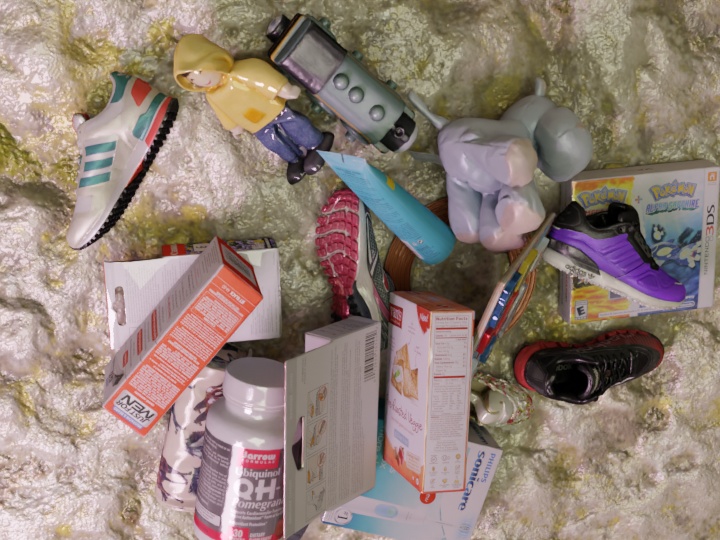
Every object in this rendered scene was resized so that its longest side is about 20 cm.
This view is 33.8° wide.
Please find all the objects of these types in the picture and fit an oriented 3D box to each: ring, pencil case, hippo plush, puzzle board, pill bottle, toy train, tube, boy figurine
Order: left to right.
[{"bbox_3d":[-0.183,0.182,1.395,0.088,0.078,0.203,10,105,-14],"label":"pencil case"},{"bbox_3d":[-0.123,0.205,1.326,0.109,0.111,0.203,5,108,-14],"label":"pill bottle"},{"bbox_3d":[-0.116,-0.182,1.281,0.199,0.123,0.065,39,54,-30],"label":"boy figurine"},{"bbox_3d":[-0.019,-0.201,1.293,0.199,0.114,0.085,40,96,-20],"label":"toy train"},{"bbox_3d":[0.034,-0.075,1.322,0.200,0.077,0.051,39,68,-43],"label":"tube"},{"bbox_3d":[0.124,0.008,1.443,0.197,0.019,0.204,-3,107,-11],"label":"ring"},{"bbox_3d":[0.161,0.046,1.343,0.017,0.151,0.202,31,134,12],"label":"puzzle board"},{"bbox_3d":[0.175,-0.123,1.362,0.159,0.199,0.161,-26,132,-31],"label":"hippo plush"}]

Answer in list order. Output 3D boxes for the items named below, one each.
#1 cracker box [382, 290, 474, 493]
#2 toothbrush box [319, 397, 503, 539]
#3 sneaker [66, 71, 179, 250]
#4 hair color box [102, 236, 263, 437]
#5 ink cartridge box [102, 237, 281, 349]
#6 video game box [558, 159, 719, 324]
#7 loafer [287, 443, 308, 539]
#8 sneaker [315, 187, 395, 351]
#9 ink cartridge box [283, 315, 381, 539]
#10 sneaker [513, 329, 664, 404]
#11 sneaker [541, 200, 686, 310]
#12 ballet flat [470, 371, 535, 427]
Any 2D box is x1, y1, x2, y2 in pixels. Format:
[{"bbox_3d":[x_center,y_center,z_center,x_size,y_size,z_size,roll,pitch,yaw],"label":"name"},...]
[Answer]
[{"bbox_3d":[0.074,0.132,1.332,0.057,0.134,0.204,1,97,-18],"label":"cracker box"},{"bbox_3d":[0.055,0.249,1.467,0.197,0.085,0.149,16,102,-18],"label":"toothbrush box"},{"bbox_3d":[-0.282,-0.123,1.293,0.093,0.070,0.201,32,100,-2],"label":"sneaker"},{"bbox_3d":[-0.195,0.070,1.287,0.064,0.111,0.200,40,96,-20],"label":"hair color box"},{"bbox_3d":[-0.191,0.026,1.361,0.196,0.050,0.111,-4,108,-10],"label":"ink cartridge box"},{"bbox_3d":[0.344,-0.036,1.465,0.196,0.047,0.186,-7,106,-10],"label":"video game box"},{"bbox_3d":[-0.089,0.256,1.454,0.071,0.063,0.203,11,108,-18],"label":"loafer"},{"bbox_3d":[0.000,0.000,1.389,0.074,0.080,0.203,-21,114,-36],"label":"sneaker"},{"bbox_3d":[-0.044,0.167,1.300,0.175,0.044,0.204,-17,113,-52],"label":"ink cartridge box"},{"bbox_3d":[0.295,0.123,1.475,0.197,0.098,0.072,-7,107,-12],"label":"sneaker"},{"bbox_3d":[0.314,-0.024,1.401,0.197,0.070,0.101,20,100,-18],"label":"sneaker"},{"bbox_3d":[0.133,0.157,1.466,0.198,0.064,0.076,25,116,-18],"label":"ballet flat"}]
